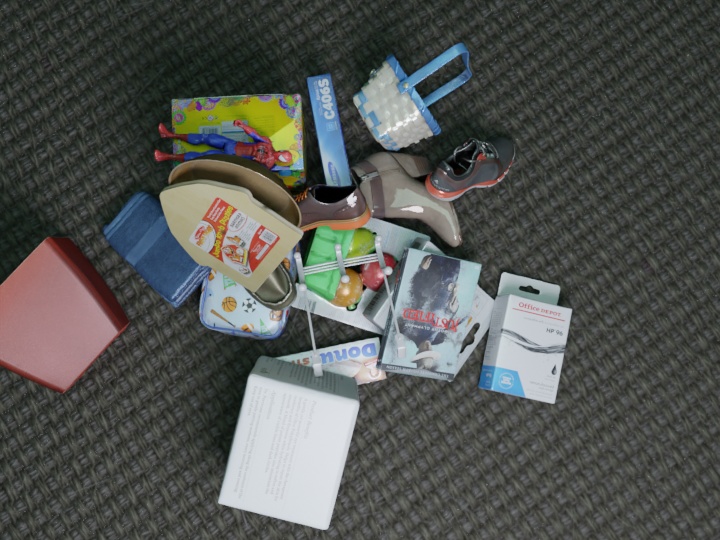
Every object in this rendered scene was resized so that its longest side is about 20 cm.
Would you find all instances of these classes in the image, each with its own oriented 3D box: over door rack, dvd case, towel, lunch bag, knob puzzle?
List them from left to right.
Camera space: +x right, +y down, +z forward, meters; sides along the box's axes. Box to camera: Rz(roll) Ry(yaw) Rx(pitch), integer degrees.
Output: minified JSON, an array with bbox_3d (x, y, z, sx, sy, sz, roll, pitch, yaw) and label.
[{"bbox_3d":[-0.331,-0.038,1.398,0.200,0.049,0.112,41,86,25],"label":"towel"},{"bbox_3d":[-0.201,-0.068,1.248,0.218,0.220,0.031,22,50,1],"label":"knob puzzle"},{"bbox_3d":[-0.187,0.010,1.412,0.159,0.076,0.201,10,85,2],"label":"lunch bag"},{"bbox_3d":[-0.017,0.047,1.307,0.147,0.067,0.201,-11,69,-2],"label":"over door rack"},{"bbox_3d":[0.112,0.072,1.374,0.145,0.022,0.201,12,95,-27],"label":"dvd case"}]

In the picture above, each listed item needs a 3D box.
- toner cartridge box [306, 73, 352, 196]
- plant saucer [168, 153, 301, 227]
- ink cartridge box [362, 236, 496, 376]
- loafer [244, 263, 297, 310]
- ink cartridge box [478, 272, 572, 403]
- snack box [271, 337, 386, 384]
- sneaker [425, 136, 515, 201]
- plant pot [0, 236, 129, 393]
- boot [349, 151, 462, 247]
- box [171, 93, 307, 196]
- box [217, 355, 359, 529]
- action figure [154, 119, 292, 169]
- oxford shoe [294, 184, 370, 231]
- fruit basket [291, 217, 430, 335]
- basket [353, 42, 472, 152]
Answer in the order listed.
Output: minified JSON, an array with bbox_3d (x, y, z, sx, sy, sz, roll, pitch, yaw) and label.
[{"bbox_3d":[-0.052,-0.218,1.429,0.043,0.095,0.201,-11,84,-2],"label":"toner cartridge box"},{"bbox_3d":[-0.177,-0.112,1.230,0.199,0.200,0.036,16,62,0],"label":"plant saucer"},{"bbox_3d":[0.123,0.065,1.417,0.200,0.050,0.163,40,82,-29],"label":"ink cartridge box"},{"bbox_3d":[-0.179,-0.018,1.342,0.075,0.070,0.200,-42,84,-1],"label":"loafer"},{"bbox_3d":[0.277,0.109,1.411,0.115,0.068,0.201,13,83,-10],"label":"ink cartridge box"},{"bbox_3d":[-0.060,0.166,1.422,0.199,0.024,0.072,-11,86,-3],"label":"snack box"},{"bbox_3d":[0.196,-0.184,1.408,0.200,0.082,0.077,-34,68,-33],"label":"sneaker"},{"bbox_3d":[-0.482,0.080,1.343,0.176,0.200,0.200,44,84,-8],"label":"plant pot"},{"bbox_3d":[0.069,-0.112,1.420,0.145,0.070,0.201,-14,64,-20],"label":"boot"},{"bbox_3d":[-0.188,-0.194,1.372,0.199,0.193,0.123,-3,83,-1],"label":"box"},{"bbox_3d":[-0.105,0.257,1.310,0.170,0.200,0.200,14,93,-1],"label":"box"},{"bbox_3d":[-0.198,-0.182,1.227,0.199,0.099,0.066,6,79,-4],"label":"action figure"},{"bbox_3d":[-0.086,-0.107,1.357,0.199,0.073,0.071,-5,46,13],"label":"oxford shoe"},{"bbox_3d":[0.000,0.000,1.424,0.199,0.094,0.186,18,84,-16],"label":"fruit basket"},{"bbox_3d":[0.094,-0.293,1.401,0.199,0.176,0.140,-28,82,7],"label":"basket"}]
